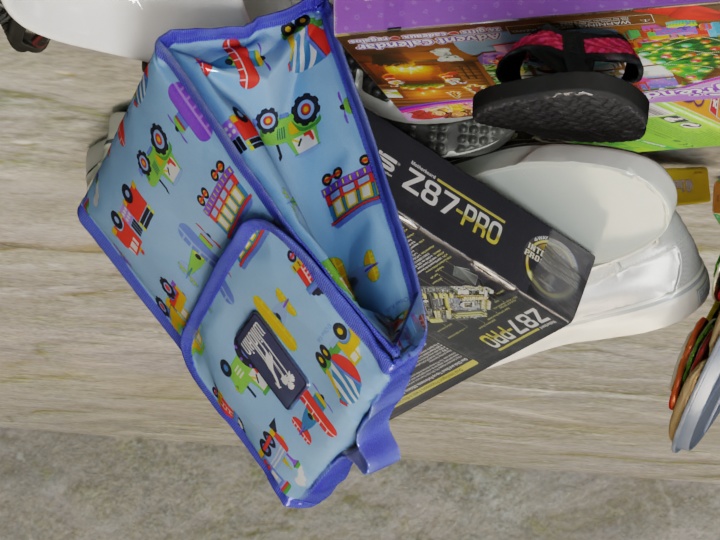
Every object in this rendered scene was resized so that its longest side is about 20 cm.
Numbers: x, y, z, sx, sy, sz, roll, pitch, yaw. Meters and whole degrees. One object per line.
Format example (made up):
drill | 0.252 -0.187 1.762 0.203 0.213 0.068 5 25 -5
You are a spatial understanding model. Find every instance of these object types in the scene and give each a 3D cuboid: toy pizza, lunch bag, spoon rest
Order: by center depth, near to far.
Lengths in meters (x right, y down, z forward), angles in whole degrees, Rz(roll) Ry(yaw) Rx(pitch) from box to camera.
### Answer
spoon rest | -0.086 -0.128 1.222 0.099 0.061 0.200 -36 156 18
lunch bag | -0.032 0.005 1.225 0.094 0.200 0.151 -17 157 -30
toy pizza | 0.214 0.009 1.494 0.032 0.200 0.200 28 174 12

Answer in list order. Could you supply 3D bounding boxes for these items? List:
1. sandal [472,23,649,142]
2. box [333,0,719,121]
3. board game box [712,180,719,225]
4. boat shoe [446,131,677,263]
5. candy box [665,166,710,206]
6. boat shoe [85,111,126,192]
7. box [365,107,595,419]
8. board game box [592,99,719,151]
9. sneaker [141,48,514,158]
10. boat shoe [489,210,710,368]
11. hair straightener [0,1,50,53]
sandal | 0.092 -0.082 1.185 0.075 0.045 0.200 4 -179 8
box | 0.101 -0.110 1.222 0.200 0.039 0.137 -4 166 15
board game box | 0.321 -0.029 1.658 0.200 0.030 0.096 1 170 15
boat shoe | 0.078 -0.047 1.381 0.200 0.064 0.071 -3 133 38
candy box | 0.125 -0.043 1.543 0.102 0.026 0.200 -3 -179 22
boat shoe | -0.133 -0.054 1.694 0.073 0.066 0.200 9 170 -10
box | 0.000 0.000 1.389 0.161 0.049 0.200 33 149 -15
board game box | 0.101 -0.083 1.444 0.200 0.030 0.095 -6 163 42
sneaker | -0.008 -0.097 1.381 0.200 0.074 0.080 12 177 21
boat shoe | 0.092 0.008 1.512 0.200 0.069 0.072 -10 -154 23
hair straightener | -0.176 -0.141 1.337 0.077 0.041 0.200 10 174 -18
